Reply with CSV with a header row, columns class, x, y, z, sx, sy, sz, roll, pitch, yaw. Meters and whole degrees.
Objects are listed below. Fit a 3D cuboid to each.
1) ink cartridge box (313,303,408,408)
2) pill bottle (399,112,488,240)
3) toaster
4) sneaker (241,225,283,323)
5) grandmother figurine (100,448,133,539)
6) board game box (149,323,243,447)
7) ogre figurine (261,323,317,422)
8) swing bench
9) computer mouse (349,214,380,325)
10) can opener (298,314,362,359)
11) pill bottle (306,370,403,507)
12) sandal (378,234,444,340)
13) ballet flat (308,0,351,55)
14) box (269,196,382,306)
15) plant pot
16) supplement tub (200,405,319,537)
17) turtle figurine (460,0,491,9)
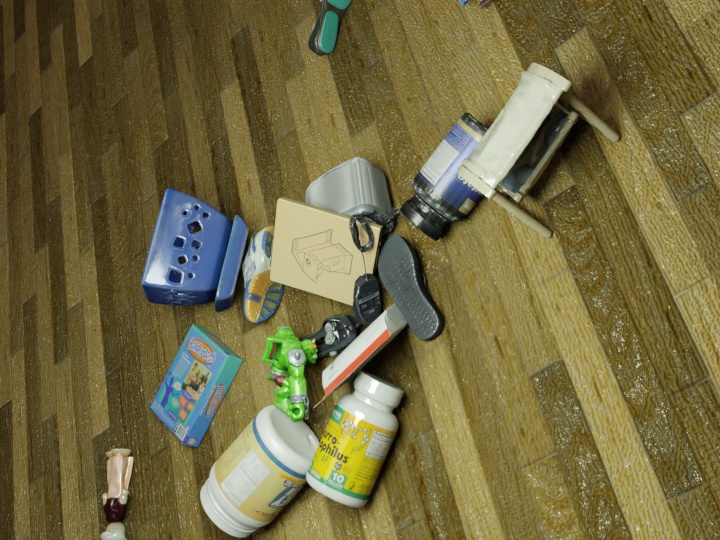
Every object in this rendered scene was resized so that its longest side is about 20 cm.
class,x,y,z,sx,sy,sz,roll,pitch,yaw
ink cartridge box,-0.006,0.138,1.512,0.163,0.200,0.057,-45,79,17
pill bottle,0.159,-0.155,1.537,0.201,0.111,0.112,-53,48,12
toaster,-0.019,-0.119,1.676,0.198,0.113,0.131,-28,54,31
sneaker,-0.201,0.013,1.818,0.088,0.075,0.203,-14,57,49
grandmother figurine,-0.510,0.480,1.901,0.121,0.060,0.203,141,131,-58
board game box,-0.338,0.233,1.855,0.151,0.045,0.202,32,95,44
ogre figurine,-0.127,0.176,1.608,0.096,0.200,0.122,6,107,2
swing bench,0.263,-0.191,1.401,0.200,0.199,0.130,-54,48,9
computer mouse,0.000,0.000,1.576,0.034,0.058,0.203,13,115,47
can opener,-0.072,0.134,1.656,0.199,0.078,0.064,-31,64,38
pill bottle,-0.004,0.276,1.504,0.112,0.112,0.203,23,88,43
sandal,0.087,0.033,1.576,0.076,0.043,0.203,-34,64,27
ballet flat,-0.067,-0.555,1.926,0.068,0.067,0.203,16,83,51
box,-0.065,-0.030,1.630,0.197,0.021,0.166,17,117,15
plant pot,-0.326,-0.027,1.827,0.200,0.177,0.203,130,154,-76
supplement tub,-0.175,0.355,1.598,0.200,0.144,0.145,-48,49,15
turtle figurine,0.239,-0.589,1.622,0.191,0.143,0.204,-5,73,35
